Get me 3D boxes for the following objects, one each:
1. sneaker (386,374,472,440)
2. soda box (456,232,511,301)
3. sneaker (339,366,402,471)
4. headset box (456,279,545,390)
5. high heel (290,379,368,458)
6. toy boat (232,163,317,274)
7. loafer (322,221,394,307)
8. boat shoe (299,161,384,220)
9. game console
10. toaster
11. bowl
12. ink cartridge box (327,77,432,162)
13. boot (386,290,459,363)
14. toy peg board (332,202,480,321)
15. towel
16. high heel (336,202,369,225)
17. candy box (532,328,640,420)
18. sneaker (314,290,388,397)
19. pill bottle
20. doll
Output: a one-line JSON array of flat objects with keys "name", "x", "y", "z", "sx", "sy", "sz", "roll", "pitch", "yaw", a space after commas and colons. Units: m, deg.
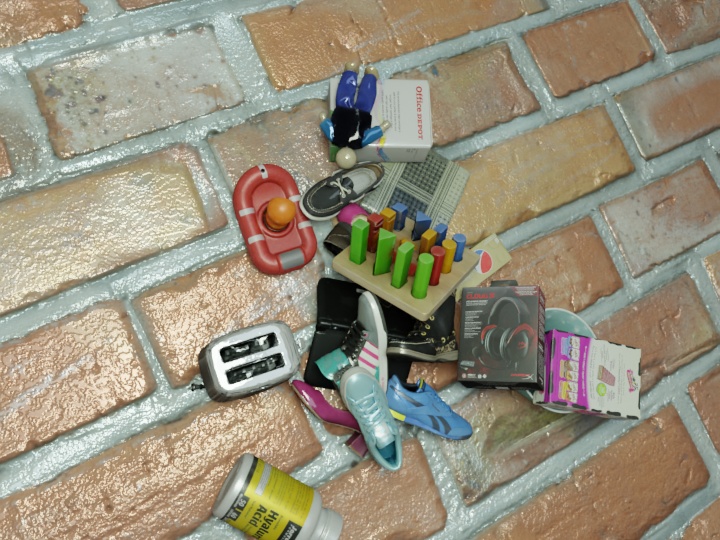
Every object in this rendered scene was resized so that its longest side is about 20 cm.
[{"name": "sneaker", "x": 0.132, "y": 0.253, "z": 1.203, "sx": 0.198, "sy": 0.066, "sz": 0.079, "roll": 24, "pitch": 95, "yaw": -14}, {"name": "soda box", "x": 0.205, "y": 0.007, "z": 1.301, "sx": 0.199, "sy": 0.064, "sz": 0.068, "roll": -34, "pitch": 89, "yaw": -23}, {"name": "sneaker", "x": 0.030, "y": 0.255, "z": 1.100, "sx": 0.074, "sy": 0.082, "sz": 0.201, "roll": -31, "pitch": 115, "yaw": -13}, {"name": "headset box", "x": 0.263, "y": 0.115, "z": 1.201, "sx": 0.147, "sy": 0.075, "sz": 0.202, "roll": -2, "pitch": 68, "yaw": 25}, {"name": "high heel", "x": -0.033, "y": 0.240, "z": 1.163, "sx": 0.096, "sy": 0.067, "sz": 0.200, "roll": -48, "pitch": 109, "yaw": -12}, {"name": "toy boat", "x": -0.151, "y": -0.099, "z": 1.172, "sx": 0.129, "sy": 0.131, "sz": 0.202, "roll": -19, "pitch": 84, "yaw": -22}, {"name": "loafer", "x": 0.000, "y": 0.000, "z": 1.219, "sx": 0.071, "sy": 0.073, "sz": 0.200, "roll": -33, "pitch": 71, "yaw": -32}, {"name": "boat shoe", "x": -0.029, "y": -0.153, "z": 1.210, "sx": 0.199, "sy": 0.060, "sz": 0.074, "roll": -27, "pitch": 83, "yaw": -41}, {"name": "game console", "x": 0.000, "y": 0.127, "z": 1.229, "sx": 0.198, "sy": 0.117, "sz": 0.177, "roll": 12, "pitch": 44, "yaw": -16}, {"name": "toaster", "x": -0.193, "y": 0.154, "z": 1.098, "sx": 0.198, "sy": 0.129, "sz": 0.115, "roll": -15, "pitch": 81, "yaw": -21}, {"name": "bowl", "x": 0.368, "y": 0.182, "z": 1.291, "sx": 0.198, "sy": 0.105, "sz": 0.203, "roll": 4, "pitch": 77, "yaw": -18}, {"name": "ink cartridge box", "x": 0.036, "y": -0.296, "z": 1.287, "sx": 0.197, "sy": 0.084, "sz": 0.147, "roll": 0, "pitch": 77, "yaw": -6}, {"name": "boot", "x": 0.116, "y": 0.087, "z": 1.156, "sx": 0.199, "sy": 0.073, "sz": 0.153, "roll": 10, "pitch": 81, "yaw": -48}, {"name": "toy peg board", "x": 0.088, "y": -0.045, "z": 1.133, "sx": 0.199, "sy": 0.099, "sz": 0.199, "roll": 30, "pitch": 47, "yaw": 22}, {"name": "towel", "x": 0.114, "y": -0.165, "z": 1.335, "sx": 0.191, "sy": 0.035, "sz": 0.201, "roll": 29, "pitch": 72, "yaw": -7}, {"name": "high heel", "x": 0.025, "y": -0.067, "z": 1.241, "sx": 0.067, "sy": 0.096, "sz": 0.201, "roll": -30, "pitch": 88, "yaw": -22}, {"name": "candy box", "x": 0.427, "y": 0.198, "z": 1.218, "sx": 0.198, "sy": 0.061, "sz": 0.138, "roll": 13, "pitch": 73, "yaw": -14}, {"name": "sneaker", "x": -0.020, "y": 0.139, "z": 1.130, "sx": 0.119, "sy": 0.084, "sz": 0.202, "roll": -10, "pitch": 110, "yaw": -19}, {"name": "pill bottle", "x": -0.132, "y": 0.396, "z": 1.070, "sx": 0.199, "sy": 0.111, "sz": 0.112, "roll": 31, "pitch": 69, "yaw": -9}, {"name": "doll", "x": -0.010, "y": -0.285, "z": 1.212, "sx": 0.135, "sy": 0.048, "sz": 0.202, "roll": 12, "pitch": 76, "yaw": -1}]
